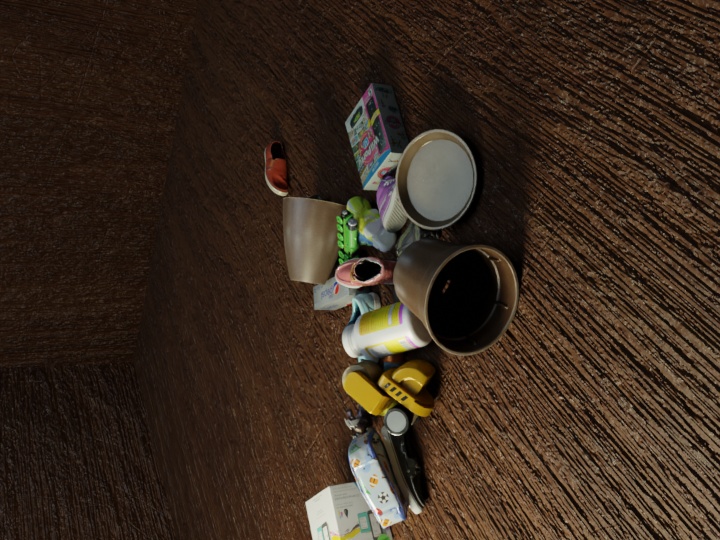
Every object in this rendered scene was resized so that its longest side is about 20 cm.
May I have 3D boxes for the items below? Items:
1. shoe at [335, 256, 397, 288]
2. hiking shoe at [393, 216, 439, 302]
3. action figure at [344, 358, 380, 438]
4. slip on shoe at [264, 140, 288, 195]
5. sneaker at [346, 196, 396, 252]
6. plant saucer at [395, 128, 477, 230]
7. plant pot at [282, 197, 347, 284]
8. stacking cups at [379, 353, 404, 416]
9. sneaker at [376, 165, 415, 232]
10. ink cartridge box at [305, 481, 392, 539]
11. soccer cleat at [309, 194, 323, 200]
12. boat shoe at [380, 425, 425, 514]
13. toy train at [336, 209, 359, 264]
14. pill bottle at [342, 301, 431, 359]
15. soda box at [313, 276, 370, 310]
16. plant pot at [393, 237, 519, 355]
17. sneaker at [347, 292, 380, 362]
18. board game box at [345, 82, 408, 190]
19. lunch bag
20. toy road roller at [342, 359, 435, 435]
[{"bbox_3d":[0.000,0.000,1.651,0.197,0.090,0.073,-1,82,38],"label":"shoe"},{"bbox_3d":[0.115,-0.027,1.552,0.101,0.074,0.204,41,116,62],"label":"hiking shoe"},{"bbox_3d":[0.009,0.321,1.676,0.130,0.068,0.205,-20,-59,-78],"label":"action figure"},{"bbox_3d":[-0.260,-0.322,2.204,0.061,0.073,0.204,-46,46,45],"label":"slip on shoe"},{"bbox_3d":[0.028,-0.089,1.710,0.107,0.074,0.201,92,155,-43],"label":"sneaker"},{"bbox_3d":[0.158,-0.186,1.449,0.197,0.029,0.206,3,94,37],"label":"plant saucer"},{"bbox_3d":[-0.122,-0.070,1.816,0.186,0.183,0.206,3,86,59],"label":"plant pot"},{"bbox_3d":[0.073,0.229,1.611,0.060,0.059,0.206,4,93,59],"label":"stacking cups"},{"bbox_3d":[0.086,-0.197,1.597,0.202,0.071,0.116,-58,38,41],"label":"sneaker"},{"bbox_3d":[-0.023,0.627,1.682,0.146,0.144,0.204,-47,51,48],"label":"ink cartridge box"},{"bbox_3d":[-0.104,-0.110,1.949,0.084,0.063,0.205,89,167,-72],"label":"soccer cleat"},{"bbox_3d":[0.103,0.429,1.553,0.056,0.069,0.203,-27,66,12],"label":"boat shoe"},{"bbox_3d":[-0.028,-0.068,1.720,0.056,0.041,0.202,44,155,28],"label":"toy train"},{"bbox_3d":[0.056,0.133,1.543,0.197,0.103,0.107,-19,71,35],"label":"pill bottle"},{"bbox_3d":[-0.050,0.054,1.824,0.199,0.067,0.065,-25,66,57],"label":"soda box"},{"bbox_3d":[0.166,0.033,1.346,0.198,0.196,0.206,-150,65,-64],"label":"plant pot"},{"bbox_3d":[-0.001,0.156,1.722,0.073,0.080,0.206,2,91,60],"label":"sneaker"},{"bbox_3d":[0.040,-0.318,1.685,0.148,0.063,0.204,-47,50,49],"label":"board game box"},{"bbox_3d":[0.040,0.451,1.555,0.160,0.074,0.204,6,-120,-82],"label":"lunch bag"},{"bbox_3d":[0.073,0.240,1.514,0.198,0.122,0.148,36,103,16],"label":"toy road roller"}]
